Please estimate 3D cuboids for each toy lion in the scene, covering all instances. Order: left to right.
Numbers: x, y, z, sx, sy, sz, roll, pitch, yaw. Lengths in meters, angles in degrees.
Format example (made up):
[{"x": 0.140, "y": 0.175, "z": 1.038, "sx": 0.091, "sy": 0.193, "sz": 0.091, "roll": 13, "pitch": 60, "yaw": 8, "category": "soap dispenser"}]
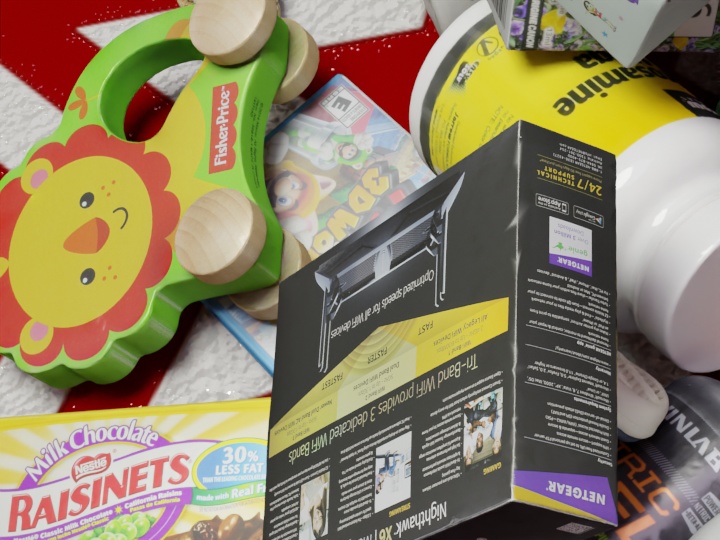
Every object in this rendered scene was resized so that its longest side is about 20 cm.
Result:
[{"x": -0.121, "y": -0.040, "z": 0.990, "sx": 0.190, "sy": 0.069, "sz": 0.202, "roll": -10, "pitch": 64, "yaw": 25, "category": "toy lion"}]

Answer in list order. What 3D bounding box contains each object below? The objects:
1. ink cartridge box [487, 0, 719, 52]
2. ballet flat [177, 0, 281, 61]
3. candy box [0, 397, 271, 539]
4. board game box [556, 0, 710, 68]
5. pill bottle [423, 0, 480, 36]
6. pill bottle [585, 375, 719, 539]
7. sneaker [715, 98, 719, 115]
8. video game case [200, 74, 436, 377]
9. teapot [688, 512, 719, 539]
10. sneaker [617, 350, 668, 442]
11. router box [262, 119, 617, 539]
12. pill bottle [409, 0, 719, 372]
[{"x": 0.159, "y": -0.148, "z": 0.899, "sx": 0.198, "sy": 0.051, "sz": 0.109, "roll": 0, "pitch": 33, "yaw": -9, "category": "ink cartridge box"}, {"x": -0.080, "y": -0.210, "z": 1.084, "sx": 0.070, "sy": 0.065, "sz": 0.201, "roll": -15, "pitch": 59, "yaw": 7, "category": "ballet flat"}, {"x": -0.108, "y": 0.118, "z": 0.927, "sx": 0.198, "sy": 0.026, "sz": 0.103, "roll": -6, "pitch": 62, "yaw": 17, "category": "candy box"}, {"x": 0.104, "y": -0.212, "z": 0.830, "sx": 0.147, "sy": 0.064, "sz": 0.200, "roll": -39, "pitch": 77, "yaw": -20, "category": "board game box"}, {"x": 0.119, "y": -0.199, "z": 0.995, "sx": 0.199, "sy": 0.111, "sz": 0.112, "roll": -22, "pitch": 58, "yaw": 3, "category": "pill bottle"}, {"x": 0.132, "y": 0.118, "z": 0.821, "sx": 0.199, "sy": 0.106, "sz": 0.106, "roll": -36, "pitch": 59, "yaw": -6, "category": "pill bottle"}, {"x": 0.197, "y": -0.070, "z": 0.931, "sx": 0.088, "sy": 0.077, "sz": 0.201, "roll": -21, "pitch": 54, "yaw": 17, "category": "sneaker"}, {"x": 0.000, "y": 0.000, "z": 0.974, "sx": 0.143, "sy": 0.018, "sz": 0.200, "roll": -41, "pitch": 60, "yaw": -9, "category": "video game case"}, {"x": 0.206, "y": 0.175, "z": 0.709, "sx": 0.200, "sy": 0.146, "sz": 0.198, "roll": -38, "pitch": 98, "yaw": -6, "category": "teapot"}, {"x": 0.067, "y": 0.050, "z": 0.844, "sx": 0.085, "sy": 0.075, "sz": 0.200, "roll": -51, "pitch": 22, "yaw": 2, "category": "sneaker"}, {"x": 0.028, "y": 0.050, "z": 0.785, "sx": 0.200, "sy": 0.052, "sz": 0.159, "roll": -32, "pitch": 48, "yaw": 53, "category": "router box"}, {"x": 0.118, "y": -0.043, "z": 0.891, "sx": 0.112, "sy": 0.113, "sz": 0.200, "roll": -38, "pitch": 48, "yaw": -6, "category": "pill bottle"}]
